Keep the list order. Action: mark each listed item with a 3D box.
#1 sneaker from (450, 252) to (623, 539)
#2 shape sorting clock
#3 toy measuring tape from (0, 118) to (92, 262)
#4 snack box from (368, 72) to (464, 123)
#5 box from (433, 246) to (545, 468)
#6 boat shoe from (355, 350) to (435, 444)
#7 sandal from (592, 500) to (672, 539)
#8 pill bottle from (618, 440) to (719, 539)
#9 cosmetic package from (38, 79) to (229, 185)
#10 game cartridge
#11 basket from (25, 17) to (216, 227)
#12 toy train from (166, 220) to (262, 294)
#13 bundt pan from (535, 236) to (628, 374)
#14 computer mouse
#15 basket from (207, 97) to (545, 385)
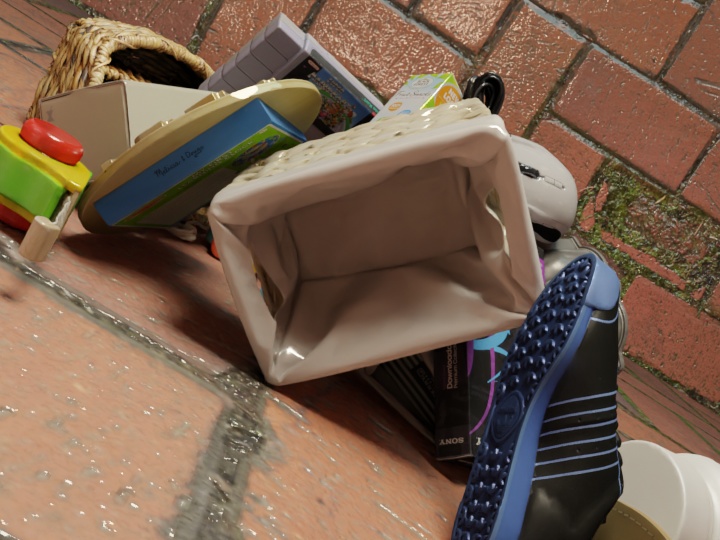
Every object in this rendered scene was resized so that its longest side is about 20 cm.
[{"bbox_3d":[0.121,0.094,0.539,0.077,0.203,0.070,27,-12,-15],"label":"sneaker"},{"bbox_3d":[-0.117,-0.083,0.677,0.040,0.198,0.200,59,10,2],"label":"shape sorting clock"},{"bbox_3d":[-0.209,-0.053,0.565,0.073,0.074,0.200,29,8,-17],"label":"toy measuring tape"},{"bbox_3d":[0.064,-0.044,0.790,0.052,0.143,0.201,8,-41,46],"label":"snack box"},{"bbox_3d":[0.109,0.060,0.738,0.036,0.204,0.142,-12,-23,35],"label":"box"},{"bbox_3d":[0.022,0.053,0.723,0.200,0.074,0.067,44,21,-1],"label":"boat shoe"},{"bbox_3d":[0.154,0.178,0.568,0.069,0.079,0.211,28,3,-30],"label":"sandal"},{"bbox_3d":[0.253,0.201,0.661,0.198,0.115,0.114,28,9,-29],"label":"pill bottle"},{"bbox_3d":[-0.163,-0.113,0.791,0.102,0.075,0.199,-3,4,32],"label":"cosmetic package"},{"bbox_3d":[-0.049,-0.148,0.913,0.199,0.129,0.039,38,41,-30],"label":"game cartridge"},{"bbox_3d":[-0.196,-0.148,0.902,0.199,0.144,0.149,23,11,-47],"label":"basket"},{"bbox_3d":[-0.082,-0.009,0.834,0.199,0.056,0.150,37,9,24],"label":"toy train"},{"bbox_3d":[0.159,0.060,0.897,0.075,0.205,0.202,10,19,-33],"label":"bundt pan"},{"bbox_3d":[0.149,-0.083,0.806,0.043,0.112,0.199,-4,-19,37],"label":"computer mouse"},{"bbox_3d":[0.015,-0.026,0.628,0.124,0.196,0.138,-79,154,-68],"label":"basket"}]
